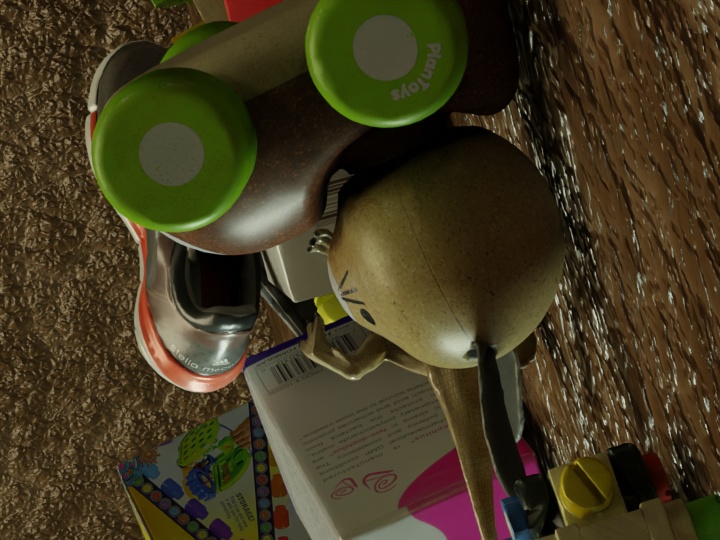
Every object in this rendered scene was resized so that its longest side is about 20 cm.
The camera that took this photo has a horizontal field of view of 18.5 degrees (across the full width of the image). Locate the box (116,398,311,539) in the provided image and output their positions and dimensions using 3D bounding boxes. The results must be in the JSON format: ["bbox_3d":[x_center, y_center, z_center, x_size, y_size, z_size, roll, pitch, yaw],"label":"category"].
[{"bbox_3d":[-0.035,0.167,1.430,0.122,0.193,0.200,61,169,23],"label":"box"}]

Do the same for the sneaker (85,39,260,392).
[{"bbox_3d":[-0.084,-0.041,1.136,0.082,0.077,0.200,-48,52,52],"label":"sneaker"}]

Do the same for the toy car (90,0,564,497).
[{"bbox_3d":[0.010,-0.010,0.821,0.200,0.158,0.164,63,-171,-10],"label":"toy car"}]

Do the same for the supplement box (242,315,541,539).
[{"bbox_3d":[0.022,0.107,1.107,0.200,0.101,0.103,-127,16,-64],"label":"supplement box"}]

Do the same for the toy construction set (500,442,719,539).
[{"bbox_3d":[0.086,0.133,0.742,0.200,0.092,0.131,112,143,-64],"label":"toy construction set"}]

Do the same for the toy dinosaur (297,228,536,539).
[{"bbox_3d":[0.031,0.025,0.928,0.058,0.101,0.200,-54,27,38],"label":"toy dinosaur"}]

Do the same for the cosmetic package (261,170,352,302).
[{"bbox_3d":[-0.019,-0.050,1.120,0.200,0.081,0.113,-137,32,-83],"label":"cosmetic package"}]

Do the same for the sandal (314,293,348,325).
[{"bbox_3d":[0.000,0.000,1.290,0.200,0.079,0.087,-107,-10,-52],"label":"sandal"}]

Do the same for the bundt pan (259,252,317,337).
[{"bbox_3d":[-0.055,-0.028,1.532,0.202,0.076,0.202,51,176,5],"label":"bundt pan"}]

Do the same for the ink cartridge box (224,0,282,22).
[{"bbox_3d":[-0.051,-0.210,1.115,0.200,0.067,0.116,-103,2,-45],"label":"ink cartridge box"}]

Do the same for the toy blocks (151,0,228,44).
[{"bbox_3d":[-0.080,-0.185,1.544,0.200,0.100,0.137,63,-175,18],"label":"toy blocks"}]
